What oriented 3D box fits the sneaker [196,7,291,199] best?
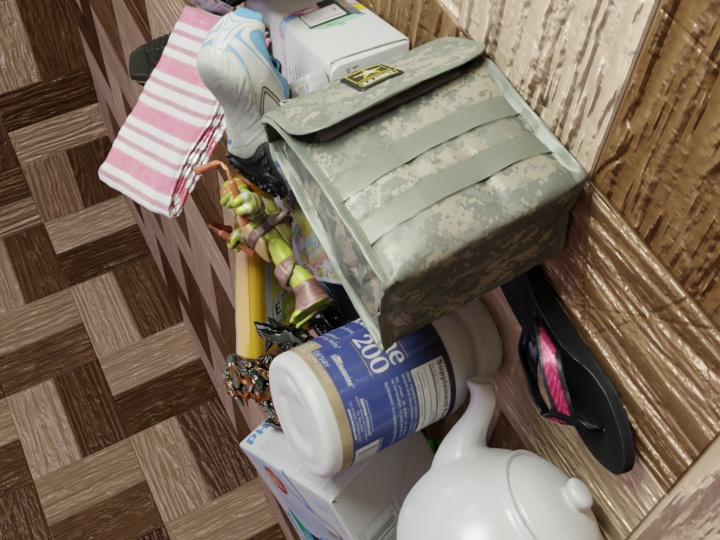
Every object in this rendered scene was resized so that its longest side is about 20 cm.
[{"bbox_3d":[-0.085,-0.135,0.752,0.071,0.073,0.201,27,155,21],"label":"sneaker"}]

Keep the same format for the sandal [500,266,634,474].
[{"bbox_3d":[0.143,0.069,0.674,0.202,0.044,0.075,63,161,17],"label":"sandal"}]

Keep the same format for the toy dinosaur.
[{"bbox_3d":[-0.054,0.109,0.891,0.102,0.196,0.139,-59,-27,-70],"label":"toy dinosaur"}]

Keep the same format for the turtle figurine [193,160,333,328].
[{"bbox_3d":[-0.087,-0.026,0.824,0.163,0.064,0.200,55,164,7],"label":"turtle figurine"}]

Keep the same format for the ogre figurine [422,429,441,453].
[{"bbox_3d":[0.026,0.189,1.092,0.121,0.098,0.200,52,180,-10],"label":"ogre figurine"}]

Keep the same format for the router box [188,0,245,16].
[{"bbox_3d":[-0.098,-0.320,0.783,0.152,0.050,0.199,-68,23,-1],"label":"router box"}]

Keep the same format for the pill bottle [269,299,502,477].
[{"bbox_3d":[0.027,0.092,0.778,0.111,0.197,0.113,43,145,41],"label":"pill bottle"}]

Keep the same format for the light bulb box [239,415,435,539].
[{"bbox_3d":[-0.001,0.244,0.943,0.199,0.124,0.200,10,133,56],"label":"light bulb box"}]

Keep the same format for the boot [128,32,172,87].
[{"bbox_3d":[-0.147,-0.194,0.974,0.139,0.195,0.079,86,180,-54],"label":"boot"}]

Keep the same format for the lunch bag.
[{"bbox_3d":[0.036,-0.078,0.625,0.202,0.162,0.118,57,165,27],"label":"lunch bag"}]

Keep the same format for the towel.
[{"bbox_3d":[-0.176,-0.159,0.839,0.145,0.203,0.030,24,175,44],"label":"towel"}]

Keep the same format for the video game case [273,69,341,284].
[{"bbox_3d":[-0.047,-0.077,0.809,0.199,0.023,0.185,5,113,68],"label":"video game case"}]

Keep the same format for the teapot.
[{"bbox_3d":[0.137,0.227,0.723,0.199,0.146,0.199,35,-152,-21],"label":"teapot"}]

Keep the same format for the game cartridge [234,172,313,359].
[{"bbox_3d":[-0.085,-0.020,1.001,0.032,0.176,0.204,9,106,25],"label":"game cartridge"}]

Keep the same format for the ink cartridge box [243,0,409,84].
[{"bbox_3d":[-0.032,-0.179,0.831,0.200,0.083,0.147,49,153,45],"label":"ink cartridge box"}]

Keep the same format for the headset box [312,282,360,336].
[{"bbox_3d":[0.000,0.000,0.937,0.174,0.091,0.203,43,149,51],"label":"headset box"}]
